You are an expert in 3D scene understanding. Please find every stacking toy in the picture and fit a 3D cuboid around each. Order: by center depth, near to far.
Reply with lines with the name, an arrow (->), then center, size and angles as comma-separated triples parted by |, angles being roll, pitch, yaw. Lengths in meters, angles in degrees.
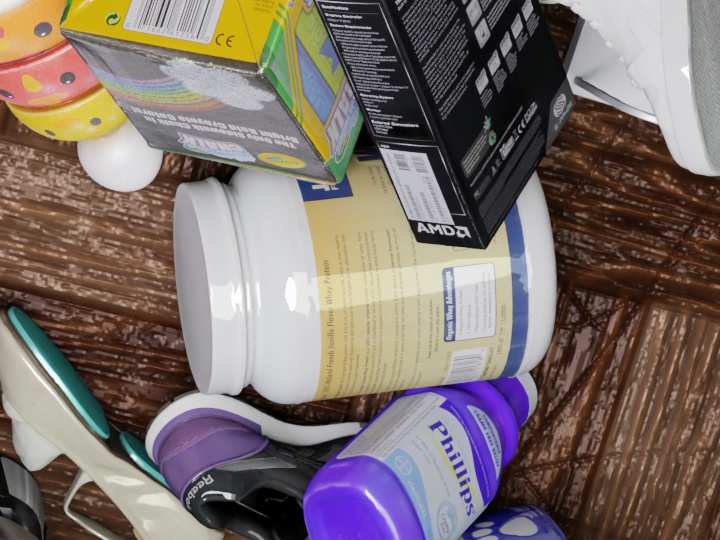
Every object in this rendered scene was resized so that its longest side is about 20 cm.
stacking toy -> -0.161, -0.123, 1.583 | 0.146, 0.146, 0.200 | -34, 125, -4

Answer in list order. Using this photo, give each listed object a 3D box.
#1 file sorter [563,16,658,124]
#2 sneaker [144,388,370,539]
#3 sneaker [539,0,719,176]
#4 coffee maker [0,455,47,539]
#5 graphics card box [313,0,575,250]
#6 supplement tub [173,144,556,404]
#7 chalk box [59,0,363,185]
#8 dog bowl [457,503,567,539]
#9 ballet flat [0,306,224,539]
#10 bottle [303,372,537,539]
file sorter -> 0.224, -0.171, 1.652 | 0.138, 0.125, 0.201 | 15, 101, -17
sneaker -> -0.031, 0.137, 1.664 | 0.200, 0.088, 0.076 | 13, 122, -36
sneaker -> 0.142, -0.146, 1.570 | 0.074, 0.115, 0.201 | -25, 106, -54
coffee maker -> -0.252, 0.159, 1.579 | 0.192, 0.200, 0.135 | 34, 92, -22
graphics card box -> 0.045, -0.125, 1.512 | 0.126, 0.051, 0.200 | -58, 138, -34
supplement tub -> 0.000, 0.000, 1.630 | 0.199, 0.144, 0.145 | -6, 106, -13
chalk box -> -0.060, -0.131, 1.545 | 0.124, 0.200, 0.124 | 12, 74, 19
dog bowl -> 0.092, 0.243, 1.687 | 0.079, 0.200, 0.201 | -15, 107, -12
ballet flat -> -0.161, 0.108, 1.661 | 0.069, 0.069, 0.200 | -43, 109, 0
bottle -> 0.041, 0.111, 1.652 | 0.065, 0.200, 0.084 | -13, 106, 34
